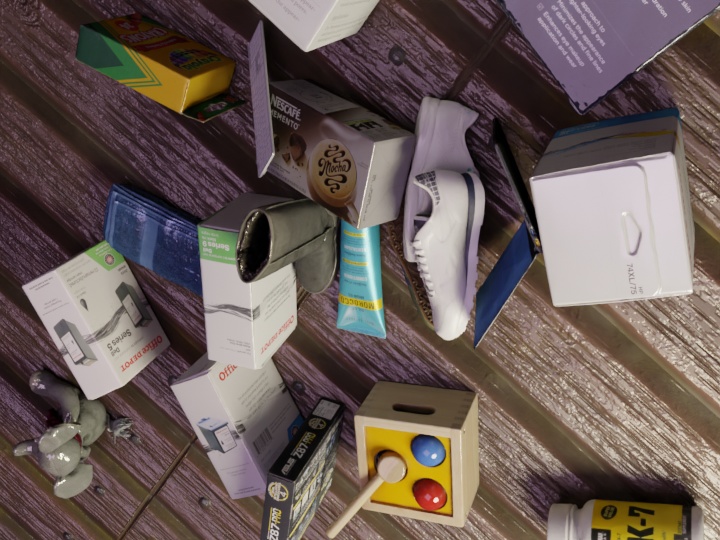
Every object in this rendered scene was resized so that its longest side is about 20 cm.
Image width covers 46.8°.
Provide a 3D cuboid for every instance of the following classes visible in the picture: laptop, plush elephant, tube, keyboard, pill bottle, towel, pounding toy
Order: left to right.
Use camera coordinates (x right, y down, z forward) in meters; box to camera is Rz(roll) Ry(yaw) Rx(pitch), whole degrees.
[{"bbox_3d":[-0.510,0.289,1.420,0.196,0.155,0.168,9,115,19],"label":"plush elephant"},{"bbox_3d":[-0.298,-0.044,1.253,0.197,0.049,0.113,26,120,10],"label":"towel"},{"bbox_3d":[-0.126,-0.218,1.048,0.010,0.204,0.056,1,155,-20],"label":"keyboard"},{"bbox_3d":[0.000,0.000,1.154,0.076,0.050,0.203,13,121,25],"label":"tube"},{"bbox_3d":[0.058,0.279,1.188,0.196,0.142,0.188,4,113,20],"label":"pounding toy"},{"bbox_3d":[0.147,-0.051,0.973,0.114,0.188,0.203,-22,103,14],"label":"laptop"},{"bbox_3d":[0.357,0.370,1.119,0.196,0.114,0.116,-3,111,23],"label":"pill bottle"}]

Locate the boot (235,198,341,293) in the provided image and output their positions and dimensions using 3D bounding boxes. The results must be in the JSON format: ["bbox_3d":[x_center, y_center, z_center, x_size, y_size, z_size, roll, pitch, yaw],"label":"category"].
[{"bbox_3d":[-0.090,-0.022,1.087,0.071,0.200,0.185,15,117,16],"label":"boot"}]

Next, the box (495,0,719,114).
[{"bbox_3d":[0.257,-0.311,0.869,0.199,0.117,0.198,-37,95,31],"label":"box"}]

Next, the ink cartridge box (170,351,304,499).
[{"bbox_3d":[-0.175,0.213,1.254,0.085,0.146,0.202,-21,102,30],"label":"ink cartridge box"}]

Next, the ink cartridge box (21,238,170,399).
[{"bbox_3d":[-0.403,0.072,1.289,0.083,0.146,0.202,-21,103,27],"label":"ink cartridge box"}]

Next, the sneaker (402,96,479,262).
[{"bbox_3d":[0.101,-0.107,1.022,0.087,0.075,0.204,10,92,-2],"label":"sneaker"}]

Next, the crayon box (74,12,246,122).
[{"bbox_3d":[-0.254,-0.269,1.094,0.198,0.127,0.051,28,120,8],"label":"crayon box"}]

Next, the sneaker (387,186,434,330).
[{"bbox_3d":[0.080,-0.013,1.096,0.066,0.090,0.204,-16,77,1],"label":"sneaker"}]

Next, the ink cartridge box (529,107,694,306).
[{"bbox_3d":[0.282,-0.073,0.911,0.143,0.200,0.149,-7,109,24],"label":"ink cartridge box"}]

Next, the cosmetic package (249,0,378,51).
[{"bbox_3d":[-0.037,-0.387,0.932,0.165,0.165,0.201,41,120,2],"label":"cosmetic package"}]

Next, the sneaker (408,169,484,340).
[{"bbox_3d":[0.093,-0.017,0.982,0.079,0.076,0.204,-2,102,-17],"label":"sneaker"}]

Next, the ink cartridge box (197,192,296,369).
[{"bbox_3d":[-0.153,0.013,1.159,0.082,0.146,0.204,9,115,18],"label":"ink cartridge box"}]

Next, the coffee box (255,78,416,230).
[{"bbox_3d":[-0.035,-0.151,1.040,0.199,0.079,0.115,35,125,33],"label":"coffee box"}]

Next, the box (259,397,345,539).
[{"bbox_3d":[-0.084,0.308,1.227,0.048,0.200,0.164,14,118,14],"label":"box"}]
